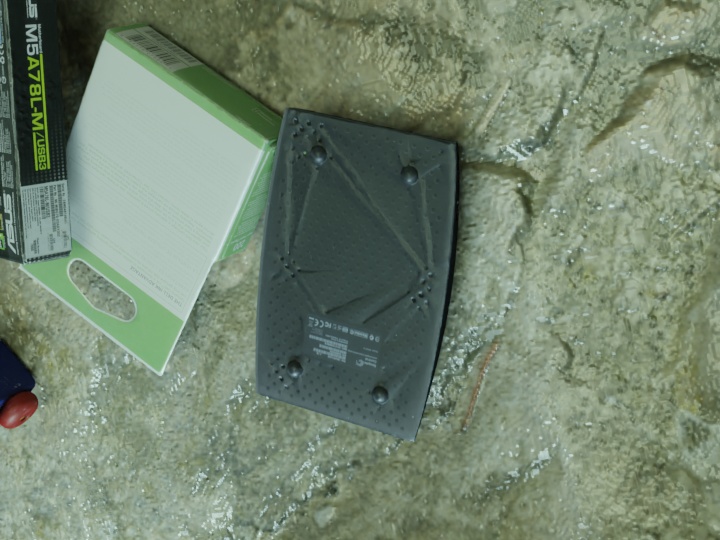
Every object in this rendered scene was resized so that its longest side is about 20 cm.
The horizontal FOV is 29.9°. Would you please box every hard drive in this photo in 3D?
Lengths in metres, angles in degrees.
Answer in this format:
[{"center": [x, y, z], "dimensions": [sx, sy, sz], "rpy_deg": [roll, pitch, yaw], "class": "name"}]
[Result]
[{"center": [0.000, 0.000, 0.889], "dimensions": [0.134, 0.042, 0.202], "rpy_deg": [14, 108, 22], "class": "hard drive"}]

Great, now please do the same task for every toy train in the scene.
[{"center": [-0.341, 0.128, 0.998], "dimensions": [0.085, 0.200, 0.116], "rpy_deg": [46, 121, 9], "class": "toy train"}]

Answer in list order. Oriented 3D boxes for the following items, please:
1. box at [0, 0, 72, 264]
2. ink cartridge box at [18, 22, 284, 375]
[{"center": [-0.283, -0.116, 0.967], "dimensions": [0.192, 0.047, 0.202], "rpy_deg": [11, 108, 45], "class": "box"}, {"center": [-0.146, -0.049, 0.946], "dimensions": [0.145, 0.048, 0.201], "rpy_deg": [35, 118, 15], "class": "ink cartridge box"}]
